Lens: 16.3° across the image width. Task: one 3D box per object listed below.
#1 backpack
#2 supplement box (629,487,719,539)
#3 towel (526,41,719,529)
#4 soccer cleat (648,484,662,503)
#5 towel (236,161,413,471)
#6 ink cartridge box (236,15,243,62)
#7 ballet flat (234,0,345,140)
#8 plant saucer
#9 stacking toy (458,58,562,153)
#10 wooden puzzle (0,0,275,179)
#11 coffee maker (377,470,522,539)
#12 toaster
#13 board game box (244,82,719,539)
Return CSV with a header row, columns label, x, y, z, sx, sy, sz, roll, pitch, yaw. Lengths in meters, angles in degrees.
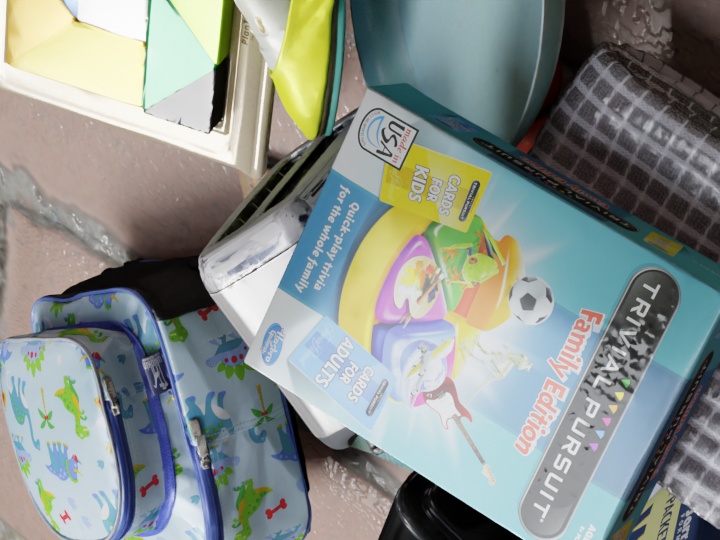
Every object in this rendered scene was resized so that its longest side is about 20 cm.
label,x,y,z,sx,sy,sz,roll,pitch,yaw
backpack,-0.132,0.102,1.582,0.183,0.147,0.200,-6,104,58
supplement box,0.198,0.229,1.289,0.200,0.134,0.200,31,132,-10
towel,0.154,0.009,1.197,0.200,0.086,0.166,37,107,18
soccer cleat,0.163,0.107,1.324,0.199,0.067,0.077,5,110,19
towel,-0.003,0.031,1.524,0.146,0.022,0.200,18,132,38
ink cartridge box,-0.141,-0.178,1.422,0.200,0.050,0.161,-18,109,33
ballet flat,-0.031,-0.161,1.286,0.067,0.067,0.200,7,122,-8
plant saucer,0.049,-0.143,1.239,0.200,0.027,0.201,26,119,60
stacking toy,0.109,-0.035,1.299,0.085,0.085,0.200,-15,102,53
wooden puzzle,-0.132,-0.154,1.381,0.200,0.037,0.185,22,128,18
coffee maker,0.042,0.196,1.499,0.192,0.135,0.200,24,131,1
toaster,0.000,0.000,1.333,0.114,0.200,0.129,-31,104,39
board game box,0.062,0.025,1.173,0.200,0.047,0.151,31,108,20
